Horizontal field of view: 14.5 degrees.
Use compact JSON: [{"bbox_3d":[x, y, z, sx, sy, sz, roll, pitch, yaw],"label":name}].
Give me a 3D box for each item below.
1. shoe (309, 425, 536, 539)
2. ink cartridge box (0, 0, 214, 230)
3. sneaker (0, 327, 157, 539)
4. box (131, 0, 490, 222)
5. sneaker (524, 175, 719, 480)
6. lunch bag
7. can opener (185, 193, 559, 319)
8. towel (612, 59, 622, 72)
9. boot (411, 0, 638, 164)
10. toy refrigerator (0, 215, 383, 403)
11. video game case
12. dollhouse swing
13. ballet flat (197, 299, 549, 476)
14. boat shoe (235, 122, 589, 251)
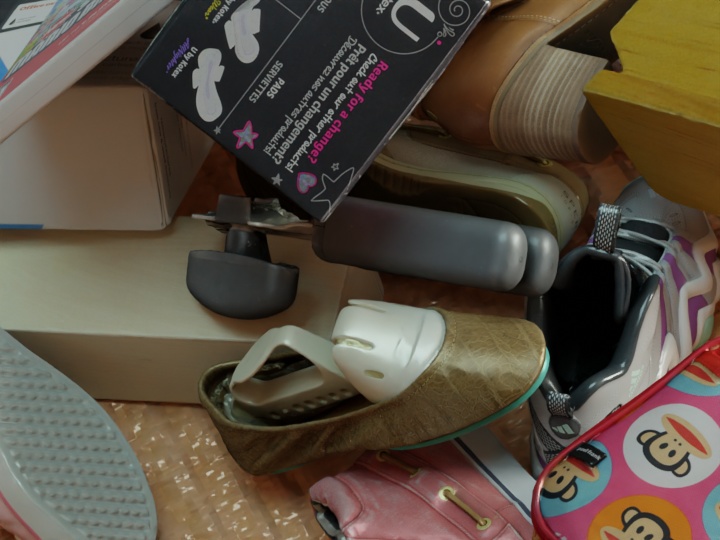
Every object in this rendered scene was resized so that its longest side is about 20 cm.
[{"bbox_3d":[0.057,0.142,1.315,0.091,0.072,0.200,-33,46,-12],"label":"shoe"},{"bbox_3d":[-0.150,-0.103,1.507,0.144,0.084,0.200,0,28,13],"label":"ink cartridge box"},{"bbox_3d":[-0.192,0.092,1.420,0.200,0.105,0.075,44,42,7],"label":"sneaker"},{"bbox_3d":[-0.019,-0.117,1.340,0.115,0.200,0.132,37,99,-4],"label":"box"},{"bbox_3d":[0.126,0.004,1.360,0.077,0.140,0.201,5,53,16],"label":"sneaker"},{"bbox_3d":[0.188,0.125,1.209,0.176,0.082,0.200,-34,58,-22],"label":"lunch bag"},{"bbox_3d":[0.000,0.000,1.350,0.199,0.053,0.067,10,90,38],"label":"can opener"},{"bbox_3d":[0.219,-0.135,1.482,0.190,0.032,0.200,26,65,23],"label":"towel"},{"bbox_3d":[0.100,-0.146,1.462,0.155,0.077,0.201,18,71,39],"label":"boot"},{"bbox_3d":[-0.095,0.022,1.450,0.199,0.070,0.076,1,55,17],"label":"toy refrigerator"},{"bbox_3d":[-0.112,-0.144,1.383,0.143,0.017,0.200,-36,16,28],"label":"video game case"},{"bbox_3d":[0.250,-0.073,1.394,0.181,0.176,0.200,18,57,40],"label":"dollhouse swing"},{"bbox_3d":[-0.005,0.048,1.335,0.199,0.072,0.068,-15,42,44],"label":"ballet flat"},{"bbox_3d":[0.027,-0.042,1.477,0.199,0.074,0.066,18,34,30],"label":"boat shoe"}]
